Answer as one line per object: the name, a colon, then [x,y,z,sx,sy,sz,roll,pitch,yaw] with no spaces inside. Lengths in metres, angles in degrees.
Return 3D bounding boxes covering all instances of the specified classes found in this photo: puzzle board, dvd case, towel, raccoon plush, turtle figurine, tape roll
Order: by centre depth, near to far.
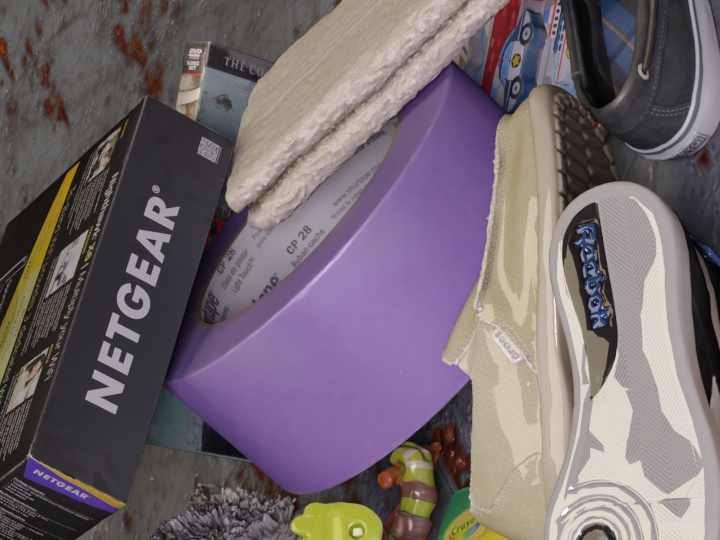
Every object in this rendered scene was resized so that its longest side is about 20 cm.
turtle figurine: [0.003,0.168,1.210,0.161,0.064,0.200,46,-115,-72]
tape roll: [0.000,0.000,1.215,0.200,0.085,0.200,-43,16,15]
towel: [0.014,-0.109,1.220,0.200,0.034,0.133,-43,19,22]
puzzle board: [0.090,-0.163,1.279,0.151,0.017,0.201,5,84,62]
raccoon plush: [-0.097,0.137,1.304,0.134,0.200,0.097,16,82,55]
dvd case: [-0.049,-0.003,1.335,0.022,0.146,0.201,4,82,45]

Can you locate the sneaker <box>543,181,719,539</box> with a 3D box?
sneaker: [0.126,0.073,1.030,0.073,0.112,0.201,-9,70,28]

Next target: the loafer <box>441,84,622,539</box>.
loafer: [0.070,0.021,1.090,0.068,0.076,0.201,-8,74,29]

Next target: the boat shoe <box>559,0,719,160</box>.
boat shoe: [0.114,-0.143,1.170,0.069,0.057,0.200,-33,54,36]

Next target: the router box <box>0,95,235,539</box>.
router box: [-0.139,0.038,1.221,0.157,0.052,0.200,-35,33,50]

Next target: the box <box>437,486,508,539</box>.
box: [0.076,0.183,1.135,0.117,0.048,0.201,-27,58,56]
